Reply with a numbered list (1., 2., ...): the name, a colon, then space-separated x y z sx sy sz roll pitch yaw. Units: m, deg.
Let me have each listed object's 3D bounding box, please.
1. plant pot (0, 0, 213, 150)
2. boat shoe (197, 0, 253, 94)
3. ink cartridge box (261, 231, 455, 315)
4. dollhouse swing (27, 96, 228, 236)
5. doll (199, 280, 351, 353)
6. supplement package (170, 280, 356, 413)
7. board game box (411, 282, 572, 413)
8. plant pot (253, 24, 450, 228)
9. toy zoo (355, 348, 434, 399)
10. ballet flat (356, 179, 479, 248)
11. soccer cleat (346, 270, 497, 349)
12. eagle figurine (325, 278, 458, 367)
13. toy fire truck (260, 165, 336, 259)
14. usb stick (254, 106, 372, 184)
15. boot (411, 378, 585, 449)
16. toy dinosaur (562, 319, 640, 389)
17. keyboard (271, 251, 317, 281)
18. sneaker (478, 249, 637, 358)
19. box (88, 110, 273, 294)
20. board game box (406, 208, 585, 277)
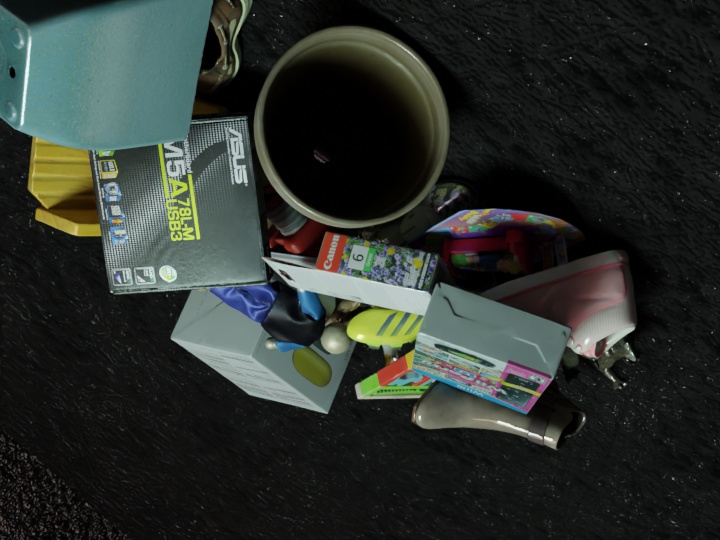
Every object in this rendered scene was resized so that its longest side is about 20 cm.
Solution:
1. plant pot: -0.299 -0.237 1.304 0.195 0.200 0.197 36 129 26
2. boat shoe: -0.174 -0.248 1.401 0.074 0.075 0.203 31 152 4
3. ink cartridge box: 0.000 0.000 1.436 0.199 0.051 0.109 12 165 19
4. dollhouse swing: -0.272 -0.129 1.503 0.176 0.181 0.201 33 118 50
5. doll: -0.100 0.044 1.577 0.199 0.049 0.137 31 131 0
6. supplement package: -0.124 0.080 1.750 0.150 0.153 0.200 9 158 36
7. board game box: 0.136 0.087 1.371 0.147 0.065 0.200 20 166 6
8. plant pot: -0.023 -0.136 1.333 0.200 0.201 0.173 36 168 -7
9. toy zoo: 0.102 0.116 1.565 0.131 0.021 0.200 3 155 -37
10. ballet flat: 0.061 -0.052 1.481 0.072 0.072 0.200 44 150 -21
11. soccer cleat: 0.074 0.039 1.509 0.065 0.199 0.084 -135 40 -54
12. eagle figurine: 0.060 0.060 1.633 0.199 0.152 0.152 7 -158 -18
13. toy fire truck: -0.083 -0.089 1.540 0.176 0.129 0.200 48 159 -27
14. usb stick: -0.028 -0.141 1.439 0.199 0.056 0.033 35 161 -8
15. boot: 0.171 0.167 1.487 0.146 0.200 0.071 26 119 29
16. toy dinosaur: 0.268 0.083 1.501 0.199 0.077 0.103 4 129 50
17. keyboard: -0.100 -0.004 1.575 0.199 0.011 0.056 8 149 35
18. sneaker: 0.210 0.055 1.391 0.199 0.105 0.075 -19 169 28
19. box: -0.207 -0.077 1.466 0.192 0.048 0.201 -2 106 10
20. board game box: 0.146 -0.015 1.406 0.157 0.039 0.200 12 159 -25
